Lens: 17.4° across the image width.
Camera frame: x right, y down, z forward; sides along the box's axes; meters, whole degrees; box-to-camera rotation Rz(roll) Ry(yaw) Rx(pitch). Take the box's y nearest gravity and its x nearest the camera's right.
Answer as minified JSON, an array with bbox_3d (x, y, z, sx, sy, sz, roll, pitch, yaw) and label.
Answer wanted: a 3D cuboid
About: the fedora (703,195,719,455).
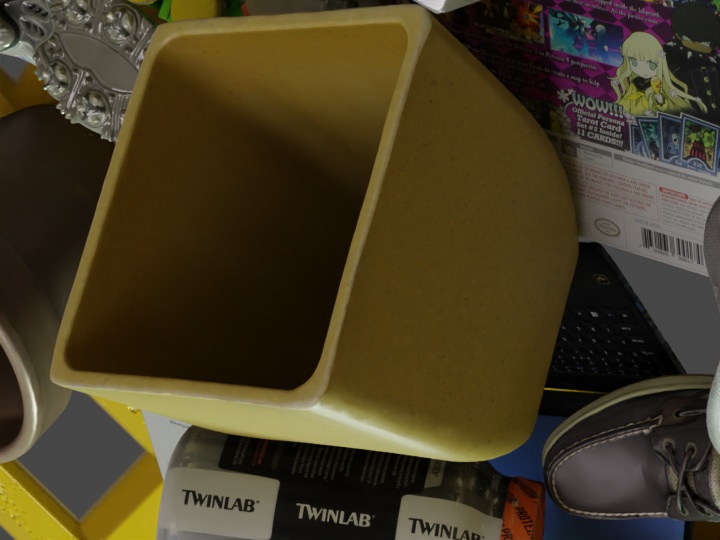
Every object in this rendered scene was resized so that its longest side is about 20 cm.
[{"bbox_3d":[0.220,-0.001,1.093,0.091,0.176,0.200,59,169,30],"label":"fedora"}]

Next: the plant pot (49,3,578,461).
[{"bbox_3d":[0.000,0.000,1.181,0.193,0.197,0.199,2,162,44],"label":"plant pot"}]

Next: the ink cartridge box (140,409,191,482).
[{"bbox_3d":[-0.044,0.112,1.434,0.084,0.146,0.201,15,136,32],"label":"ink cartridge box"}]

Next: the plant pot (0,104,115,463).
[{"bbox_3d":[-0.227,-0.009,1.460,0.199,0.175,0.201,24,139,23],"label":"plant pot"}]

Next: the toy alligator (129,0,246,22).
[{"bbox_3d":[-0.108,-0.171,1.298,0.199,0.059,0.055,33,99,25],"label":"toy alligator"}]

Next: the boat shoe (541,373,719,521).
[{"bbox_3d":[0.185,0.094,1.211,0.199,0.065,0.074,-15,111,19],"label":"boat shoe"}]

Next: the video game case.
[{"bbox_3d":[0.108,-0.095,1.178,0.199,0.036,0.182,18,137,30],"label":"video game case"}]

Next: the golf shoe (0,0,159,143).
[{"bbox_3d":[-0.155,-0.135,1.350,0.199,0.097,0.079,32,108,24],"label":"golf shoe"}]

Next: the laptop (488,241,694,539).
[{"bbox_3d":[0.089,0.084,1.313,0.176,0.104,0.200,2,140,41],"label":"laptop"}]

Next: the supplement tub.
[{"bbox_3d":[-0.004,0.150,1.268,0.198,0.123,0.123,6,134,9],"label":"supplement tub"}]

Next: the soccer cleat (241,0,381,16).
[{"bbox_3d":[-0.034,-0.167,1.217,0.077,0.069,0.200,-27,103,48],"label":"soccer cleat"}]

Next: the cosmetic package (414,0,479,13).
[{"bbox_3d":[-0.010,-0.216,1.102,0.199,0.085,0.108,29,114,15],"label":"cosmetic package"}]
